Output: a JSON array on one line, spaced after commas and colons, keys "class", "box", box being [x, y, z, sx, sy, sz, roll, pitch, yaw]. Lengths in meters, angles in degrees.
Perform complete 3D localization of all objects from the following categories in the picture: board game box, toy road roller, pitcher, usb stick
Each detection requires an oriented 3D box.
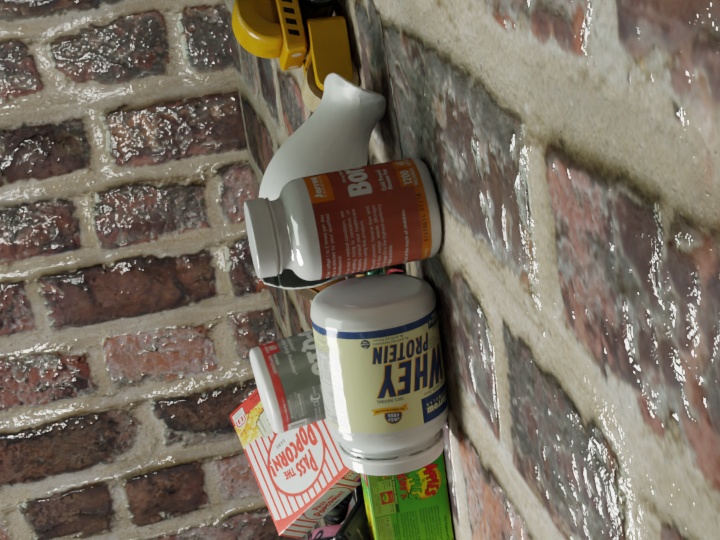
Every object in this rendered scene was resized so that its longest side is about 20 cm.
[{"class": "board game box", "box": [-0.080, 0.229, 1.682, 0.046, 0.152, 0.200, 20, -148, -47]}, {"class": "toy road roller", "box": [-0.091, -0.304, 1.683, 0.123, 0.145, 0.201, 137, 122, -80]}, {"class": "pitcher", "box": [-0.042, -0.129, 1.560, 0.201, 0.121, 0.172, -65, -6, 1]}, {"class": "board game box", "box": [0.063, 0.323, 1.593, 0.048, 0.101, 0.201, -135, 35, -74]}, {"class": "usb stick", "box": [0.011, 0.322, 1.659, 0.200, 0.032, 0.056, -45, -60, -62]}]

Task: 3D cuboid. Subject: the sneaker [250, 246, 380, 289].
[{"class": "sneaker", "box": [-0.026, -0.016, 1.479, 0.086, 0.199, 0.081, 76, -173, -77]}]

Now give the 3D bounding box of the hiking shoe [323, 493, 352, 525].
[{"class": "hiking shoe", "box": [-0.062, 0.284, 1.834, 0.101, 0.075, 0.201, 94, 165, -46]}]

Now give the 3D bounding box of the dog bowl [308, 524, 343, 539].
[{"class": "dog bowl", "box": [0.012, 0.402, 1.752, 0.200, 0.199, 0.074, 103, 171, -69]}]

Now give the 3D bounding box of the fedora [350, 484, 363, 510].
[{"class": "fedora", "box": [0.021, 0.275, 1.836, 0.200, 0.090, 0.178, -111, 14, -60]}]

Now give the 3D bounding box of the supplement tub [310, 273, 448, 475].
[{"class": "supplement tub", "box": [0.025, 0.118, 1.450, 0.145, 0.144, 0.201, -127, 27, -70]}]

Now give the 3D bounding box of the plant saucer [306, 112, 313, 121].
[{"class": "plant saucer", "box": [-0.037, -0.120, 1.744, 0.200, 0.035, 0.201, -4, -90, -76]}]

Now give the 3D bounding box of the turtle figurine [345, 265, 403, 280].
[{"class": "turtle figurine", "box": [0.000, 0.000, 1.623, 0.201, 0.100, 0.150, -92, 15, -49]}]

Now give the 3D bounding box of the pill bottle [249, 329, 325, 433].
[{"class": "pill bottle", "box": [-0.031, 0.125, 1.604, 0.114, 0.199, 0.114, 163, 90, -80]}]

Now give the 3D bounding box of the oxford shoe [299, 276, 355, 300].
[{"class": "oxford shoe", "box": [-0.016, 0.019, 1.731, 0.200, 0.071, 0.072, 20, 99, 50]}]

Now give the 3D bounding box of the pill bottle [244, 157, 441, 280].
[{"class": "pill bottle", "box": [-0.021, -0.051, 1.361, 0.112, 0.199, 0.113, 169, 90, -81]}]
